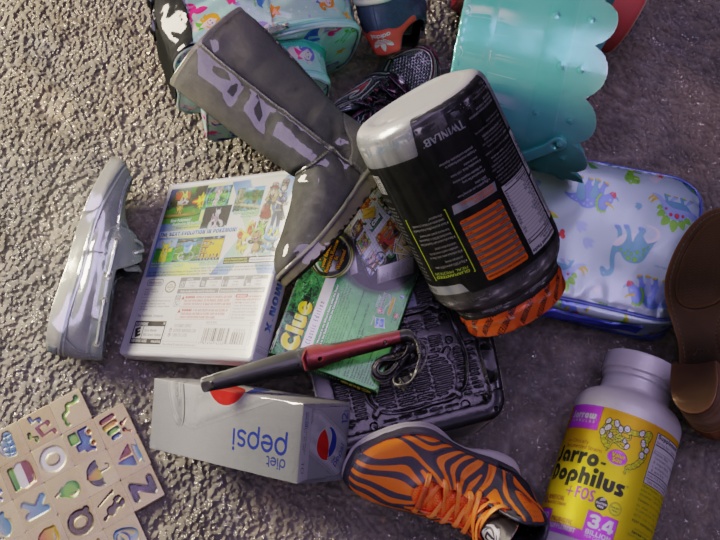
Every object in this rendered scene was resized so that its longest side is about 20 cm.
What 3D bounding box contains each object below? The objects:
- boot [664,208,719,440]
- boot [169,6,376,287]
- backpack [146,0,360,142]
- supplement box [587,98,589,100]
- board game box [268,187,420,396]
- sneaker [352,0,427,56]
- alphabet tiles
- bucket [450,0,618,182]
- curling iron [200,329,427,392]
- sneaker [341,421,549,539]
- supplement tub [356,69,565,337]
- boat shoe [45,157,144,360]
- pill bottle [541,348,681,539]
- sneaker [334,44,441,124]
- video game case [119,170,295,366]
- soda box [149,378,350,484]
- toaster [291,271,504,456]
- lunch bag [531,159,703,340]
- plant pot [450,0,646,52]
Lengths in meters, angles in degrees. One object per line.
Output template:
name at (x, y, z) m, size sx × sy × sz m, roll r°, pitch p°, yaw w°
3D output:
boot at (0.343, 0.059, 1.020) m, size 0.076 × 0.155 × 0.204 m, roll -4°, pitch 71°, yaw 31°
boot at (-0.083, -0.109, 0.944) m, size 0.199 × 0.072 × 0.183 m, roll 39°, pitch 62°, yaw -7°
backpack at (-0.097, -0.226, 1.084) m, size 0.197 × 0.178 × 0.153 m, roll -21°, pitch 82°, yaw -12°
supplement box at (0.154, -0.143, 1.123) m, size 0.069 × 0.067 × 0.200 m, roll 43°, pitch 76°, yaw 11°
board game box at (0.000, 0.000, 0.975) m, size 0.103 × 0.024 × 0.203 m, roll 20°, pitch 74°, yaw 4°
sneaker at (0.046, -0.283, 1.141) m, size 0.074 × 0.086 × 0.200 m, roll -1°, pitch 28°, yaw 27°
alphabet tiles at (-0.294, 0.218, 1.036) m, size 0.198 × 0.006 × 0.168 m, roll -28°, pitch 76°, yaw -9°
bucket at (0.158, -0.188, 1.001) m, size 0.132 × 0.208 × 0.211 m, roll 12°, pitch 73°, yaw 9°
curling iron at (-0.039, 0.084, 0.925) m, size 0.196 × 0.026 × 0.050 m, roll -6°, pitch 70°, yaw -1°
sneaker at (0.085, 0.195, 0.927) m, size 0.197 × 0.112 × 0.079 m, roll 13°, pitch 110°, yaw -29°
supplement tub at (0.090, -0.054, 0.913) m, size 0.121 × 0.122 × 0.202 m, roll -31°, pitch 106°, yaw -10°
boat shoe at (-0.251, -0.008, 1.078) m, size 0.070 × 0.070 × 0.204 m, roll 16°, pitch 77°, yaw -7°
pill bottle at (0.235, 0.179, 1.008) m, size 0.103 × 0.104 × 0.203 m, roll 20°, pitch 73°, yaw 5°
sneaker at (0.013, -0.158, 1.119) m, size 0.080 × 0.075 × 0.200 m, roll 40°, pitch 76°, yaw 10°
video game case at (-0.139, -0.002, 1.033) m, size 0.198 × 0.022 × 0.185 m, roll -2°, pitch 67°, yaw 43°
soda box at (-0.103, 0.139, 0.970) m, size 0.198 × 0.063 × 0.070 m, roll 4°, pitch 88°, yaw 41°
toaster at (0.039, 0.073, 1.028) m, size 0.196 × 0.119 × 0.184 m, roll -13°, pitch 75°, yaw -5°
lunch bag at (0.231, -0.022, 1.080) m, size 0.196 × 0.083 × 0.164 m, roll 11°, pitch 73°, yaw 2°
plant pot at (0.209, -0.327, 1.125) m, size 0.175 × 0.200 × 0.203 m, roll 24°, pitch 74°, yaw -5°
